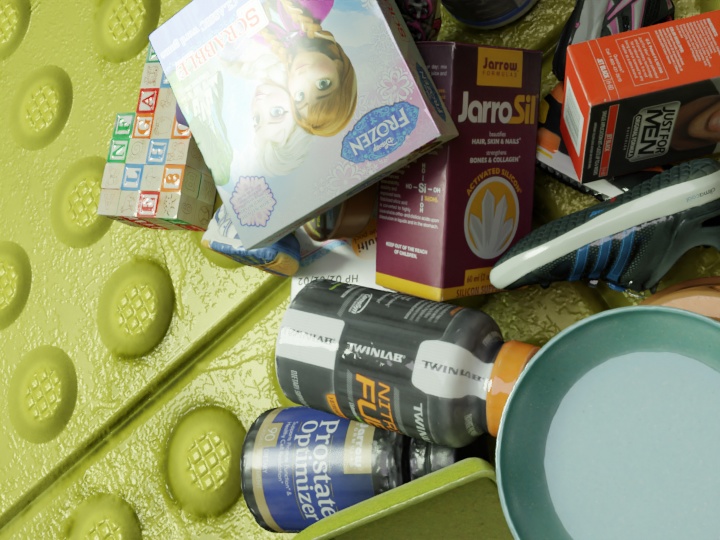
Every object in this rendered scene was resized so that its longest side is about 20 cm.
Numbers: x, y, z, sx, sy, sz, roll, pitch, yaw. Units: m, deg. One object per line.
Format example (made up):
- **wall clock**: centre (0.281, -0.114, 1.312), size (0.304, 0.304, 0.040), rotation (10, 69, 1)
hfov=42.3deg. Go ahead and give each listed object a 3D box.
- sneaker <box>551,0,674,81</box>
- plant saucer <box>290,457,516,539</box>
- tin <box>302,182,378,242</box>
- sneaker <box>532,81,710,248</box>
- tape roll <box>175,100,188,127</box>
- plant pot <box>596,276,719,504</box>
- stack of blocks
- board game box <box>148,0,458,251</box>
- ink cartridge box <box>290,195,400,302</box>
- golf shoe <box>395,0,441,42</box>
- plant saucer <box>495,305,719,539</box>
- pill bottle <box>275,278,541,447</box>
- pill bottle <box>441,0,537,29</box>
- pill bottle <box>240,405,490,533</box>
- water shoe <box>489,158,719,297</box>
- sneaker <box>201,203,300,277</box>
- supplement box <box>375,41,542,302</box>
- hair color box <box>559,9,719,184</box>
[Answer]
- **sneaker**: centre (0.231, -0.240, 0.803), size (0.085, 0.080, 0.202), rotation (19, 79, -1)
- **plant saucer**: centre (0.067, 0.228, 0.732), size (0.199, 0.200, 0.048), rotation (-28, 31, 23)
- **tin**: centre (-0.024, -0.126, 0.805), size (0.112, 0.041, 0.203), rotation (9, 102, 59)
- **sneaker**: centre (0.223, -0.095, 0.766), size (0.199, 0.070, 0.091), rotation (33, 99, 32)
- **tape roll**: centre (-0.105, -0.222, 0.894), size (0.084, 0.200, 0.202), rotation (19, 88, -5)
- **plant pot**: centre (0.253, 0.094, 0.669), size (0.198, 0.140, 0.203), rotation (-7, 75, 28)
- **stack of blocks**: centre (-0.210, -0.149, 1.021), size (0.114, 0.058, 0.203), rotation (5, 81, 30)
- **board game box**: centre (-0.051, -0.148, 0.736), size (0.199, 0.041, 0.201), rotation (-28, 85, 28)
- **ink cartridge box**: centre (0.000, 0.000, 0.868), size (0.114, 0.068, 0.203), rotation (-3, 77, 28)
- **golf shoe**: centre (0.037, -0.226, 0.832), size (0.072, 0.200, 0.092), rotation (34, 70, 1)
- **plant saucer**: centre (0.186, 0.125, 0.598), size (0.198, 0.036, 0.203), rotation (-6, 77, 28)
- **pill bottle**: centre (0.041, 0.074, 0.723), size (0.198, 0.106, 0.108), rotation (11, 84, 29)
- **pill bottle**: centre (0.086, -0.304, 0.812), size (0.113, 0.200, 0.115), rotation (-7, 75, 26)
- **pill bottle**: centre (0.005, 0.169, 0.803), size (0.198, 0.112, 0.113), rotation (-8, 75, 27)
- **water shoe**: centre (0.191, -0.010, 0.701), size (0.199, 0.071, 0.079), rotation (-25, 98, 32)
- **sneaker**: centre (-0.101, -0.049, 0.887), size (0.089, 0.075, 0.200), rotation (-66, 25, -3)
- **supplement box**: centre (0.081, -0.084, 0.776), size (0.085, 0.109, 0.203), rotation (14, 106, 49)
- **hair color box**: centre (0.256, -0.137, 0.698), size (0.198, 0.102, 0.062), rotation (-14, 60, 2)
